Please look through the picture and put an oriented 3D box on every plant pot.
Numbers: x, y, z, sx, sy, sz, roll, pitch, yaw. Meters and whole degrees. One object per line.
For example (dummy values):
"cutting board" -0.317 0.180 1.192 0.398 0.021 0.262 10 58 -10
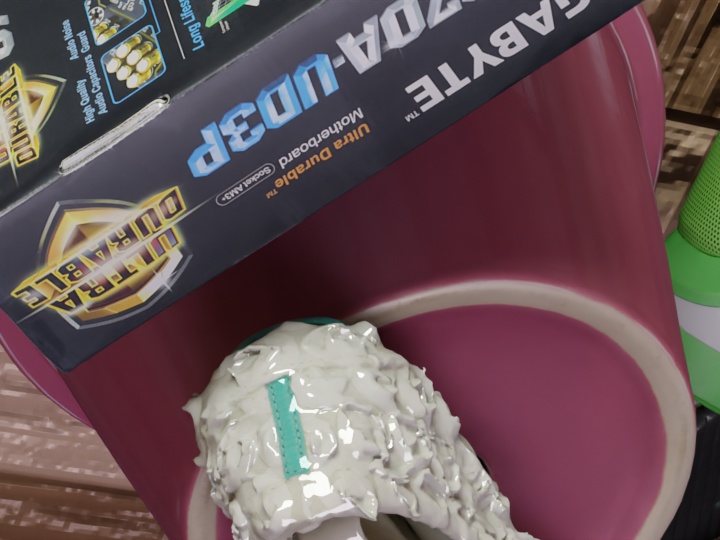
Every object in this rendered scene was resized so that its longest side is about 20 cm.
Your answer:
"plant pot" 0.000 0.000 0.779 0.200 0.179 0.200 -9 128 -11

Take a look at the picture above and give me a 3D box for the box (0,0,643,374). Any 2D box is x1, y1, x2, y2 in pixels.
"box" -0.030 -0.088 0.687 0.159 0.200 0.046 -33 127 9

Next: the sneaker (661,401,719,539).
"sneaker" 0.062 0.050 0.910 0.200 0.088 0.074 -24 140 -31

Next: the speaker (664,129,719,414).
"speaker" 0.149 -0.052 0.820 0.088 0.088 0.200 19 103 -28

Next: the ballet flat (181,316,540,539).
"ballet flat" 0.020 0.093 0.699 0.072 0.072 0.200 -31 130 8
